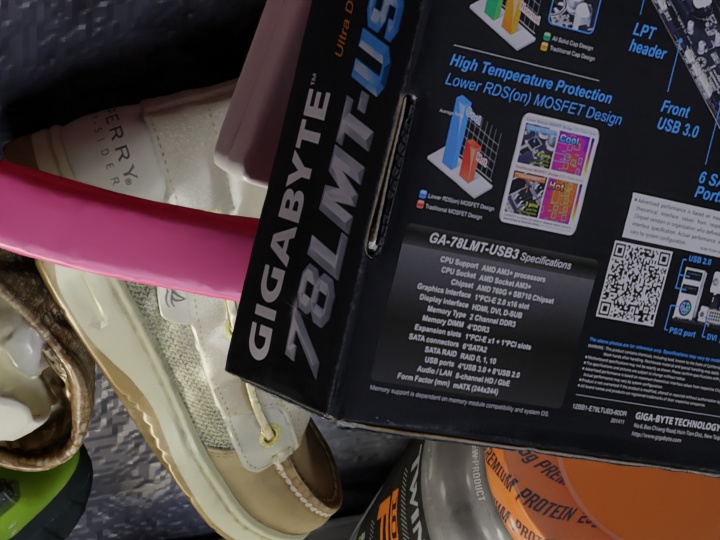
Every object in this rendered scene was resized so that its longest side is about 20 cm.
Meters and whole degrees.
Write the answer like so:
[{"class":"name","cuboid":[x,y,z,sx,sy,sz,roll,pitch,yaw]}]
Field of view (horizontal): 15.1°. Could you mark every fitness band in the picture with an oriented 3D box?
[{"class":"fitness band","cuboid":[-0.042,-0.069,0.637,0.200,0.037,0.144,13,97,-12]}]

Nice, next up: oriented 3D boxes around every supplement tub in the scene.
[{"class":"supplement tub","cuboid":[0.066,0.088,0.871,0.122,0.123,0.200,-9,158,-16]}]

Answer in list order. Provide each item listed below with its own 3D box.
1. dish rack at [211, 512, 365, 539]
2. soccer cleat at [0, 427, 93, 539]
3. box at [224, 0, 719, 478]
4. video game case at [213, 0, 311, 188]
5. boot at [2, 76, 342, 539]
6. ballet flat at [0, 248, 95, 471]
[{"class":"dish rack","cuboid":[-0.012,0.174,0.994,0.200,0.044,0.172,-9,116,-18]},{"class":"soccer cleat","cuboid":[-0.153,0.122,0.852,0.200,0.068,0.081,-41,131,8]},{"class":"box","cuboid":[0.081,-0.053,0.634,0.200,0.050,0.199,9,95,-36]},{"class":"video game case","cuboid":[0.064,-0.070,0.727,0.200,0.018,0.143,16,98,-40]},{"class":"boot","cuboid":[0.000,0.000,0.806,0.154,0.072,0.200,-25,141,4]},{"class":"ballet flat","cuboid":[-0.137,0.004,0.747,0.070,0.065,0.200,-35,142,21]}]
